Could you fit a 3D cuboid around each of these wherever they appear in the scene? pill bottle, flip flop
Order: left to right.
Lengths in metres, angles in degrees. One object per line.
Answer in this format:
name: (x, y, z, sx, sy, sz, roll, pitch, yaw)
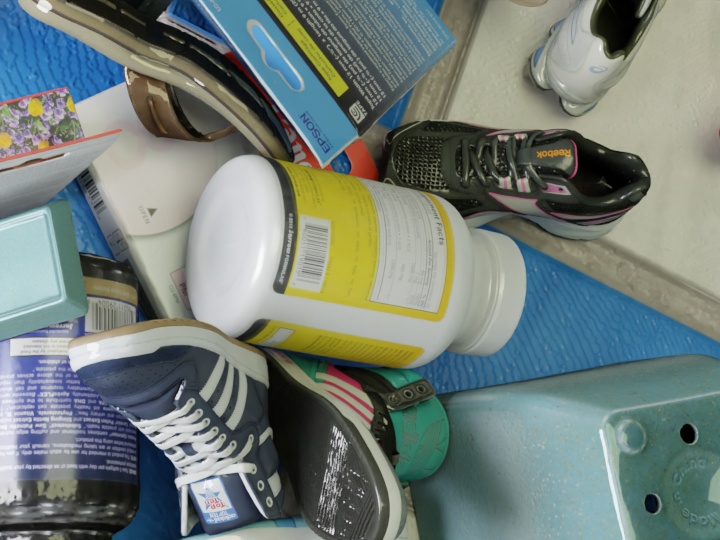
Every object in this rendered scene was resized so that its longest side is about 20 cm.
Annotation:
pill bottle: (-0.185, 0.096, 1.166, 0.111, 0.112, 0.202, 4, 77, -23)
flip flop: (-0.128, -0.117, 1.217, 0.199, 0.081, 0.058, 29, 106, -18)
pill bottle: (0.000, 0.000, 1.227, 0.199, 0.112, 0.113, 11, 74, -30)

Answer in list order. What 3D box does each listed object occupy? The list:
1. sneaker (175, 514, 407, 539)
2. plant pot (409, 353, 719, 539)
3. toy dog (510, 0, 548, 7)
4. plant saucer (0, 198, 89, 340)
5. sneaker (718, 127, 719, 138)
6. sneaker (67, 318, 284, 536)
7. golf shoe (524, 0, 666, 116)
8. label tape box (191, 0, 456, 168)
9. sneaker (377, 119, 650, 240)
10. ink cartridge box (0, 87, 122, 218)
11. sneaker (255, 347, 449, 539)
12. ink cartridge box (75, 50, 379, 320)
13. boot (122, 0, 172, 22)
sneaker: (-0.052, 0.221, 1.216, 0.198, 0.079, 0.132, -5, 79, -24)
plant pot: (0.165, 0.153, 1.260, 0.195, 0.200, 0.198, -8, 82, -25)
toy dog: (0.063, -0.254, 1.380, 0.200, 0.096, 0.132, 45, 67, 7)
plant saucer: (-0.253, 0.017, 1.134, 0.198, 0.019, 0.071, -17, 75, 14)
sneaker: (0.326, -0.144, 1.477, 0.199, 0.077, 0.085, -31, 81, -33)
sneaker: (-0.099, 0.093, 1.131, 0.070, 0.200, 0.109, -12, 76, 19)
golf shoe: (0.196, -0.204, 1.410, 0.078, 0.097, 0.201, 30, 67, -13)
label tape box: (-0.037, -0.152, 1.270, 0.144, 0.066, 0.200, 51, 40, -7)
sneaker: (0.109, -0.072, 1.346, 0.198, 0.086, 0.081, 1, 75, -24)
ink cartridge box: (-0.218, -0.064, 1.136, 0.108, 0.200, 0.051, -17, 86, -26)
sneaker: (0.009, 0.113, 1.220, 0.120, 0.200, 0.084, 8, 111, -30)
ink cartridge box: (-0.078, -0.064, 1.285, 0.199, 0.057, 0.164, -27, 90, -22)
boot: (-0.166, -0.272, 1.274, 0.167, 0.076, 0.201, 29, 65, -18)
